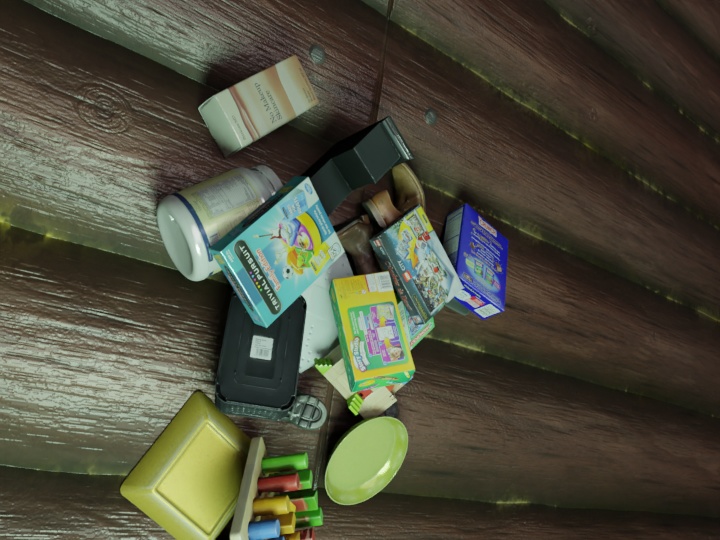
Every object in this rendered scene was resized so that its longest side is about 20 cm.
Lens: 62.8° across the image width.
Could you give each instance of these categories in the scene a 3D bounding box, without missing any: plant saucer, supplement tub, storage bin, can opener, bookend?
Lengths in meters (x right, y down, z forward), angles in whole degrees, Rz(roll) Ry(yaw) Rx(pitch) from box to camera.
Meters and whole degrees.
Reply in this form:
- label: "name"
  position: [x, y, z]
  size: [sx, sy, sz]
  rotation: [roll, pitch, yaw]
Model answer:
- label: "plant saucer"
  position: [-0.267, 0.350, 1.005]
  size: [0.201, 0.048, 0.202]
  rotation: [49, 61, -21]
- label: "supplement tub"
  position: [-0.230, -0.087, 1.010]
  size: [0.197, 0.143, 0.149]
  rotation: [-30, 102, -33]
- label: "plant saucer"
  position: [0.008, 0.370, 1.170]
  size: [0.195, 0.031, 0.207]
  rotation: [-17, 122, -28]
- label: "storage bin"
  position: [-0.171, 0.141, 1.017]
  size: [0.130, 0.094, 0.207]
  rotation: [10, 64, -11]
- label: "can opener"
  position: [0.170, 0.060, 1.350]
  size: [0.195, 0.053, 0.068]
  rotation: [21, 108, -31]
- label: "bookend"
  position: [-0.031, -0.177, 1.129]
  size: [0.199, 0.197, 0.093]
  rotation: [-48, 111, -29]

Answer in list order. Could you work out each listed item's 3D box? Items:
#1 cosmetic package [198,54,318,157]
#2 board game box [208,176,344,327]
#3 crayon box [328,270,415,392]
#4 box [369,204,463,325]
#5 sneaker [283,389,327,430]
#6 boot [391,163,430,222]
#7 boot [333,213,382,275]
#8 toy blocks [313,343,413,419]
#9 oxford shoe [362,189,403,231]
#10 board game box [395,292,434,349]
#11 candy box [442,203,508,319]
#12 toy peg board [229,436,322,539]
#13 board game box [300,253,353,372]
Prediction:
- label: "cosmetic package"
  position: [-0.186, -0.307, 1.097]
  size: [0.199, 0.086, 0.105]
  rotation: [-40, 109, -31]
- label: "board game box"
  position: [-0.131, -0.033, 0.978]
  size: [0.200, 0.046, 0.154]
  rotation: [-45, 123, -27]
- label: "crayon box"
  position: [0.018, 0.110, 1.094]
  size: [0.114, 0.059, 0.206]
  rotation: [-7, 63, -15]
- label: "box"
  position: [0.118, -0.012, 1.218]
  size: [0.135, 0.037, 0.204]
  rotation: [-35, 101, -31]
- label: "sneaker"
  position: [-0.158, 0.240, 1.083]
  size: [0.195, 0.079, 0.077]
  rotation: [28, 75, -9]
- label: "boot"
  position: [0.100, -0.138, 1.302]
  size: [0.074, 0.073, 0.206]
  rotation: [-23, 101, -24]
- label: "boot"
  position: [0.000, 0.000, 1.190]
  size: [0.185, 0.062, 0.207]
  rotation: [-29, 107, -60]
- label: "toy blocks"
  position: [0.019, 0.196, 1.153]
  size: [0.136, 0.100, 0.201]
  rotation: [-38, 113, 6]
- label: "oxford shoe"
  position: [0.081, -0.077, 1.260]
  size: [0.070, 0.071, 0.204]
  rotation: [-34, 111, -13]
- label: "board game box"
  position: [0.079, 0.122, 1.248]
  size: [0.199, 0.029, 0.138]
  rotation: [-39, 132, -30]
- label: "candy box"
  position: [0.265, -0.021, 1.374]
  size: [0.167, 0.076, 0.205]
  rotation: [34, 53, -27]
- label: "toy peg board"
  position: [-0.126, 0.415, 0.970]
  size: [0.094, 0.201, 0.206]
  rotation: [-9, 117, 5]
- label: "board game box"
  position: [-0.087, 0.064, 1.172]
  size: [0.197, 0.026, 0.206]
  rotation: [-28, 102, -34]
